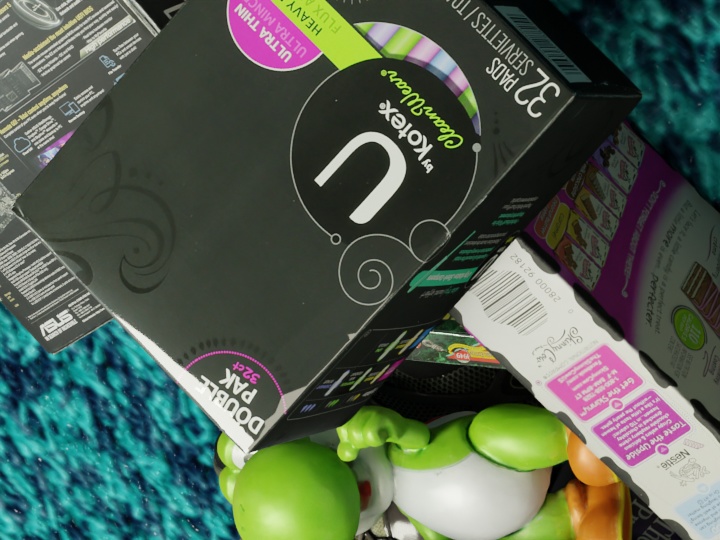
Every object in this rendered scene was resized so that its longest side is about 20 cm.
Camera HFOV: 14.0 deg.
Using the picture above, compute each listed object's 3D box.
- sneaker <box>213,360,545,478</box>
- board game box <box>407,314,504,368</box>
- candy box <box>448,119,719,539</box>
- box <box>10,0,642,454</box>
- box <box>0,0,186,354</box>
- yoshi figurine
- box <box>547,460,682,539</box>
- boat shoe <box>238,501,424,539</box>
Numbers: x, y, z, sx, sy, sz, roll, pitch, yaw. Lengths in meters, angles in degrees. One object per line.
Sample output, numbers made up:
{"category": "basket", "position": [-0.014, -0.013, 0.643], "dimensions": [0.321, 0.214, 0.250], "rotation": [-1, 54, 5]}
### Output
{"category": "sneaker", "position": [0.001, 0.054, 1.487], "dimensions": [0.199, 0.076, 0.115], "rotation": [-10, 122, 31]}
{"category": "board game box", "position": [0.000, 0.000, 1.413], "dimensions": [0.199, 0.105, 0.024], "rotation": [5, 128, 25]}
{"category": "candy box", "position": [0.127, 0.019, 1.336], "dimensions": [0.200, 0.137, 0.061], "rotation": [43, 127, -13]}
{"category": "box", "position": [-0.012, -0.048, 1.204], "dimensions": [0.149, 0.124, 0.200], "rotation": [46, 105, 11]}
{"category": "box", "position": [-0.129, -0.063, 1.359], "dimensions": [0.160, 0.044, 0.200], "rotation": [48, 133, -12]}
{"category": "yoshi figurine", "position": [0.024, 0.107, 1.373], "dimensions": [0.199, 0.113, 0.112], "rotation": [1, 165, 12]}
{"category": "box", "position": [0.148, 0.163, 1.506], "dimensions": [0.141, 0.079, 0.200], "rotation": [30, 137, -4]}
{"category": "boat shoe", "position": [0.006, 0.143, 1.553], "dimensions": [0.065, 0.074, 0.200], "rotation": [7, 153, -41]}
